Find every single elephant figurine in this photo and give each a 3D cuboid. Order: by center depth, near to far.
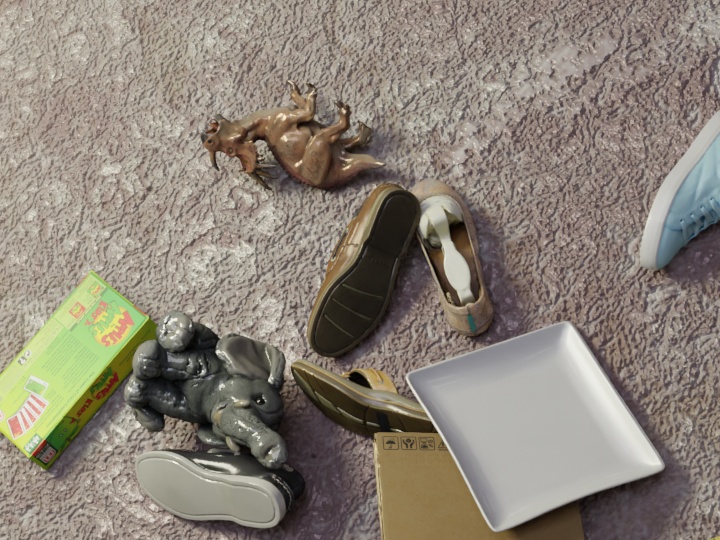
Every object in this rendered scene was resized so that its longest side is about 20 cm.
[{"bbox_3d":[-0.134,0.136,1.709,0.198,0.142,0.156,22,57,14],"label":"elephant figurine"}]

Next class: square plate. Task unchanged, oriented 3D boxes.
[{"bbox_3d":[0.171,0.155,1.638,0.198,0.029,0.199,-17,55,-20],"label":"square plate"}]

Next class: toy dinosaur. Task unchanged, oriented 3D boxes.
[{"bbox_3d":[-0.069,-0.135,1.857,0.199,0.086,0.136,30,87,9],"label":"toy dinosaur"}]

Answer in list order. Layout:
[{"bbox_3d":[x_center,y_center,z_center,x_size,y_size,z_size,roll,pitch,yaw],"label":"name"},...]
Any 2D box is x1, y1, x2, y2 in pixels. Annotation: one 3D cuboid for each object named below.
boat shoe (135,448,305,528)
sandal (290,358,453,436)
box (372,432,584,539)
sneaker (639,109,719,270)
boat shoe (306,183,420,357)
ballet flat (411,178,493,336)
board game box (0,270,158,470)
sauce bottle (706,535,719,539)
[{"bbox_3d":[-0.148,0.219,1.722,0.198,0.075,0.060,3,24,35],"label":"boat shoe"},{"bbox_3d":[0.020,0.134,1.708,0.198,0.081,0.054,17,55,20],"label":"sandal"},{"bbox_3d":[0.115,0.230,1.601,0.197,0.021,0.165,2,49,-7],"label":"box"},{"bbox_3d":[0.364,-0.078,1.705,0.081,0.074,0.201,27,76,28],"label":"sneaker"},{"bbox_3d":[0.000,0.000,1.783,0.201,0.072,0.068,-59,24,-1],"label":"boat shoe"},{"bbox_3d":[0.097,-0.027,1.762,0.067,0.067,0.202,-23,61,4],"label":"ballet flat"},{"bbox_3d":[-0.325,0.110,1.831,0.101,0.048,0.200,35,80,26],"label":"board game box"},{"bbox_3d":[0.391,0.267,1.541,0.198,0.066,0.067,-17,62,8],"label":"sauce bottle"}]
